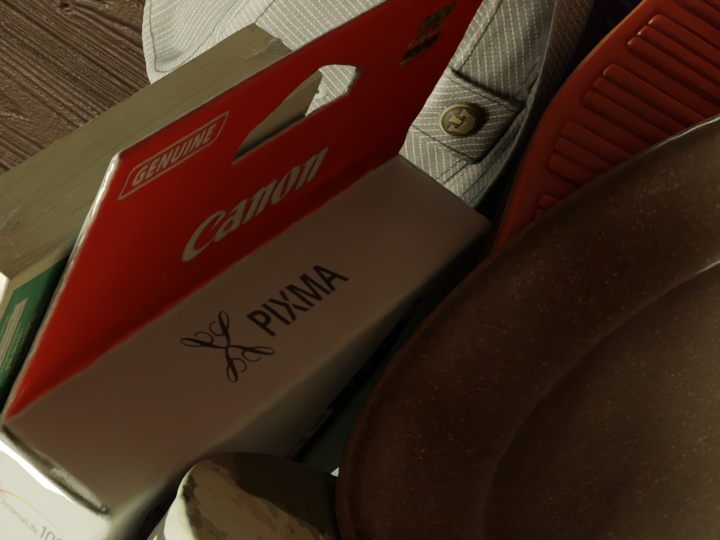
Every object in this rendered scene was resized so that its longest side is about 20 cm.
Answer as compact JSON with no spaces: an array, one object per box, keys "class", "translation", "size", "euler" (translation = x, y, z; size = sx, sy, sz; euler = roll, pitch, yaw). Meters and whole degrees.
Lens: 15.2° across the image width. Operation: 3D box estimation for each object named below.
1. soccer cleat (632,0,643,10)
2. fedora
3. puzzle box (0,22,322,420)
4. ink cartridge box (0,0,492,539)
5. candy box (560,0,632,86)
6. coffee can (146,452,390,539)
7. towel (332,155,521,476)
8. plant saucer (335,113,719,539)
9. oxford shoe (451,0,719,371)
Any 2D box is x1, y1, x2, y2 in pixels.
[{"class":"soccer cleat","translation":[0.103,-0.118,0.797],"size":[0.200,0.076,0.067],"euler":[114,149,-61]},{"class":"fedora","translation":[-0.007,-0.094,0.833],"size":[0.200,0.090,0.178],"euler":[-45,40,45]},{"class":"puzzle box","translation":[-0.087,0.037,0.704],"size":[0.133,0.025,0.200],"euler":[-37,-20,-49]},{"class":"ink cartridge box","translation":[-0.025,0.013,0.709],"size":[0.200,0.044,0.174],"euler":[-36,-19,-52]},{"class":"candy box","translation":[0.095,-0.058,0.945],"size":[0.200,0.117,0.057],"euler":[-46,8,25]},{"class":"coffee can","translation":[-0.036,0.167,0.658],"size":[0.200,0.146,0.146],"euler":[-55,4,14]},{"class":"towel","translation":[0.000,0.000,0.900],"size":[0.200,0.022,0.147],"euler":[18,76,51]},{"class":"plant saucer","translation":[0.088,0.024,0.652],"size":[0.200,0.037,0.201],"euler":[-27,24,13]},{"class":"oxford shoe","translation":[0.062,-0.004,0.778],"size":[0.200,0.071,0.073],"euler":[-57,8,-9]}]
